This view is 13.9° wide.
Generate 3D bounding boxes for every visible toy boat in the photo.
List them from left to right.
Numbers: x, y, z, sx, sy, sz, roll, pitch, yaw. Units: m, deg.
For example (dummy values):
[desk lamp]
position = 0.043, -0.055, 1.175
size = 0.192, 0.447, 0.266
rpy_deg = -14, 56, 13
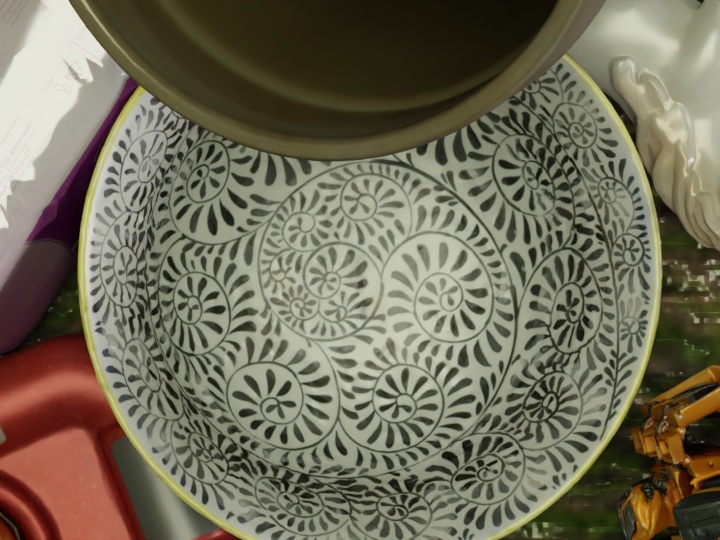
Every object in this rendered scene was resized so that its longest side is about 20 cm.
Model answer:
[toy boat]
position = -0.143, 0.105, 1.026
size = 0.199, 0.131, 0.131
rpy_deg = -23, 86, 1

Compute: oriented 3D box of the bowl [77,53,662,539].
[bowl]
position = 0.000, 0.000, 1.038
size = 0.199, 0.094, 0.202
rpy_deg = 0, 91, -5

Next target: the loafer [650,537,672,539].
[loafer]
position = 0.098, 0.129, 1.044
size = 0.199, 0.072, 0.073
rpy_deg = -21, 88, 2

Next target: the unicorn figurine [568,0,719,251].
[unicorn figurine]
position = 0.106, -0.089, 1.061
size = 0.199, 0.074, 0.138
rpy_deg = 22, 89, 19

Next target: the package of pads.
[package of pads]
position = -0.110, -0.064, 1.037
size = 0.075, 0.121, 0.201
rpy_deg = 33, 90, 3

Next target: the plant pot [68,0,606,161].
[plant pot]
position = 0.020, -0.151, 0.926
size = 0.199, 0.173, 0.201
rpy_deg = 9, 109, 26

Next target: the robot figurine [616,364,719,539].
[robot figurine]
position = 0.180, 0.046, 1.013
size = 0.199, 0.145, 0.059
rpy_deg = -18, 90, -5
